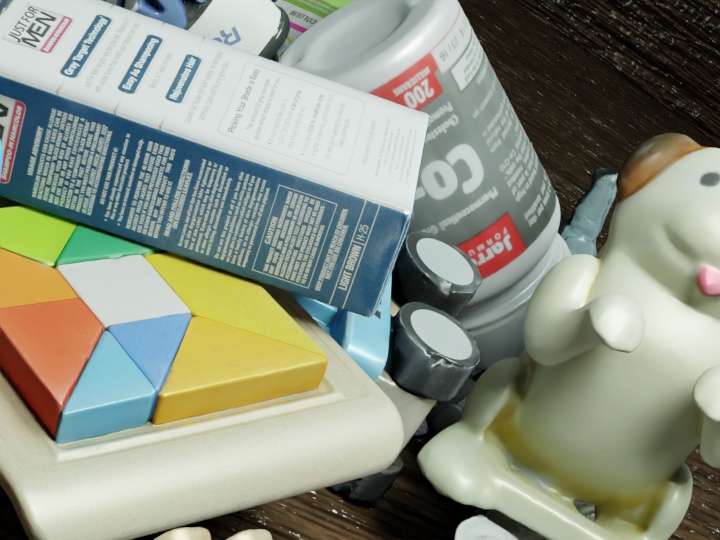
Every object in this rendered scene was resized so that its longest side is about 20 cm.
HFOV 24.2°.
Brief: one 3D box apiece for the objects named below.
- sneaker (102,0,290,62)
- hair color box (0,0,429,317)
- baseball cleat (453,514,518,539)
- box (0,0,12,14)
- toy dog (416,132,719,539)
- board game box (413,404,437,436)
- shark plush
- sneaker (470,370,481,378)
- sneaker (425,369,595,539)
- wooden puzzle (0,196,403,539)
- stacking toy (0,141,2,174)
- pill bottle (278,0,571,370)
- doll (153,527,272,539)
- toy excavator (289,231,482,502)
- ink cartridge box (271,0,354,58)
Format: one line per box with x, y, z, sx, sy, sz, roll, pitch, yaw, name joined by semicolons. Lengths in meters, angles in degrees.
-0.105;-0.090;0.861;0.115;0.199;0.081;34;45;-28;sneaker
-0.074;-0.057;0.753;0.199;0.061;0.100;19;31;-4;hair color box
0.100;0.164;0.825;0.199;0.070;0.107;18;28;-52;baseball cleat
-0.192;-0.171;0.855;0.041;0.200;0.119;43;17;17;box
0.150;0.036;0.833;0.139;0.201;0.194;33;20;11;toy dog
0.000;0.000;0.998;0.158;0.039;0.201;33;32;-38;board game box
0.133;0.033;1.058;0.083;0.202;0.091;13;8;7;shark plush
0.093;0.045;1.154;0.200;0.075;0.082;48;7;-5;sneaker
0.112;0.103;0.997;0.199;0.077;0.112;2;49;-54;sneaker
-0.099;0.019;0.704;0.184;0.037;0.200;-9;46;-40;wooden puzzle
-0.219;-0.002;0.555;0.115;0.110;0.200;26;25;12;stacking toy
0.043;-0.050;0.939;0.201;0.113;0.114;59;7;-25;pill bottle
-0.017;0.180;0.568;0.136;0.048;0.200;16;34;-56;doll
-0.050;0.035;0.821;0.199;0.100;0.195;26;31;-13;toy excavator
-0.103;-0.139;1.024;0.147;0.199;0.076;12;51;-55;ink cartridge box
